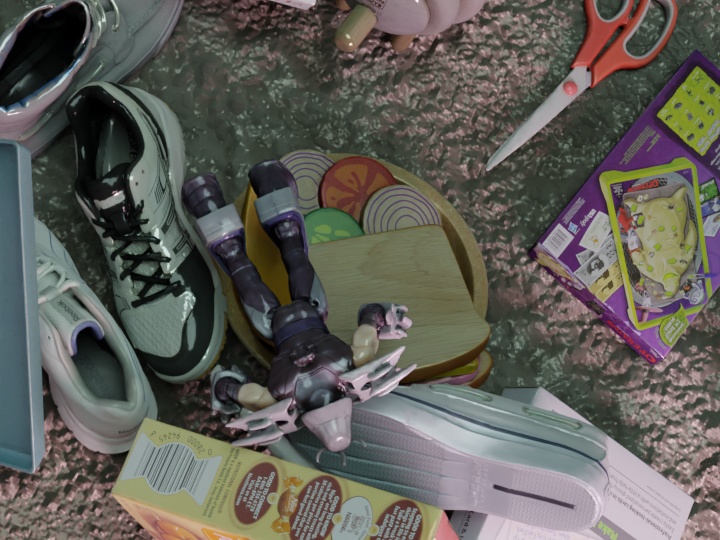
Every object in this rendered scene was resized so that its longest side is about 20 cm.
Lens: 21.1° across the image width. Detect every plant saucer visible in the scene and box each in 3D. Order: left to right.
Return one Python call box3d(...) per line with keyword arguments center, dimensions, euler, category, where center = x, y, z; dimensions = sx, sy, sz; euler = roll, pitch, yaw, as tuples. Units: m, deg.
box3d(center=(-0.219, 0.018, 1.163), dimensions=(0.019, 0.069, 0.202), euler=(-16, 110, -49), category="plant saucer")

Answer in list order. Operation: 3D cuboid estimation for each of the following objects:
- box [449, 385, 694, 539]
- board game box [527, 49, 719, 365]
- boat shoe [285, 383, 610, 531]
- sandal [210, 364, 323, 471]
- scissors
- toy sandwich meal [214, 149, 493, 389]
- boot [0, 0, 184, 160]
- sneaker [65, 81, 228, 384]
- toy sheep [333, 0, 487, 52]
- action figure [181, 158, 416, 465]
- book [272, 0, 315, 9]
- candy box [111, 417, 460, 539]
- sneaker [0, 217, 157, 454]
box3d(center=(0.119, 0.198, 1.225), dimensions=(0.155, 0.041, 0.201), euler=(36, 68, -27), category="box")
box3d(center=(0.221, -0.046, 1.358), dimensions=(0.120, 0.032, 0.200), euler=(40, 69, 4), category="board game box")
box3d(center=(0.055, 0.104, 1.171), dimensions=(0.198, 0.074, 0.067), euler=(18, 38, 3), category="boat shoe")
box3d(center=(-0.012, 0.120, 1.221), dimensions=(0.203, 0.082, 0.050), euler=(43, 88, -12), category="sandal")
box3d(center=(0.161, -0.133, 1.375), dimensions=(0.073, 0.014, 0.201), euler=(33, 67, -5), category="scissors")
box3d(center=(0.000, 0.000, 1.244), dimensions=(0.203, 0.070, 0.207), euler=(6, 60, -11), category="toy sandwich meal")
box3d(center=(-0.176, -0.153, 1.249), dimensions=(0.073, 0.096, 0.201), euler=(38, 69, -1), category="boot")
box3d(center=(-0.145, -0.025, 1.213), dimensions=(0.075, 0.088, 0.202), euler=(-24, 70, 17), category="sneaker")
box3d(center=(0.042, -0.221, 1.306), dimensions=(0.137, 0.138, 0.201), euler=(32, 69, -4), category="toy sheep")
box3d(center=(-0.039, 0.028, 1.141), dimensions=(0.129, 0.070, 0.201), euler=(-18, 60, -8), category="action figure")
box3d(center=(-0.114, -0.260, 1.262), dimensions=(0.198, 0.048, 0.135), euler=(12, 85, -15), category="book")
box3d(center=(-0.036, 0.156, 1.141), dimensions=(0.198, 0.116, 0.056), euler=(15, 68, 23), category="candy box")
box3d(center=(-0.191, 0.020, 1.200), dimensions=(0.074, 0.087, 0.200), euler=(-40, 86, -20), category="sneaker")
